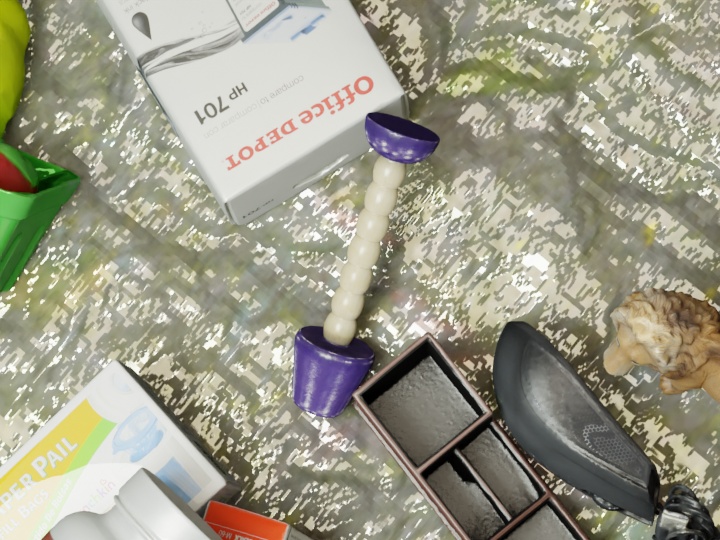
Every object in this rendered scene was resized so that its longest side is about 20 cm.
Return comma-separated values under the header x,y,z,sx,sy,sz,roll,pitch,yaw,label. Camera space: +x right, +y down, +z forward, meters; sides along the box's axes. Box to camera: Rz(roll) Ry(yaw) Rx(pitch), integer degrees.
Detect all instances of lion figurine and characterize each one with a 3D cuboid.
x,y,z,sx,sy,sz,roll,pitch,yaw,label
0.248,0.077,1.392,0.199,0.123,0.073,28,84,6,lion figurine

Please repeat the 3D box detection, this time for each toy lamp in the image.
x,y,z,sx,sy,sz,roll,pitch,yaw,label
0.000,0.000,1.422,0.058,0.058,0.202,20,107,6,toy lamp

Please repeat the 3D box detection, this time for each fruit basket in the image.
x,y,z,sx,sy,sz,roll,pitch,yaw,label
-0.285,-0.101,1.443,0.213,0.156,0.218,1,98,9,fruit basket

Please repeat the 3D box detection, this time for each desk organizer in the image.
x,y,z,sx,sy,sz,roll,pitch,yaw,label
0.080,0.140,1.413,0.072,0.077,0.200,-38,82,-3,desk organizer

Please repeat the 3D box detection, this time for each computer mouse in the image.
x,y,z,sx,sy,sz,roll,pitch,yaw,label
0.145,0.119,1.396,0.053,0.139,0.200,-39,72,-7,computer mouse

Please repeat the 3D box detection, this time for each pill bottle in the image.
x,y,z,sx,sy,sz,roll,pitch,yaw,label
-0.170,0.219,1.296,0.112,0.112,0.200,43,86,8,pill bottle

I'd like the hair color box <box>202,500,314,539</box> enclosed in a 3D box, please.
x,y,z,sx,sy,sz,roll,pitch,yaw,label
-0.082,0.259,1.375,0.063,0.111,0.202,14,79,22,hair color box

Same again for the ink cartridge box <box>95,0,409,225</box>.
x,y,z,sx,sy,sz,roll,pitch,yaw,label
-0.078,-0.156,1.462,0.146,0.086,0.201,-31,80,-4,ink cartridge box

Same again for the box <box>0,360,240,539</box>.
x,y,z,sx,sy,sz,roll,pitch,yaw,label
-0.189,0.169,1.409,0.200,0.101,0.113,-44,83,-4,box
